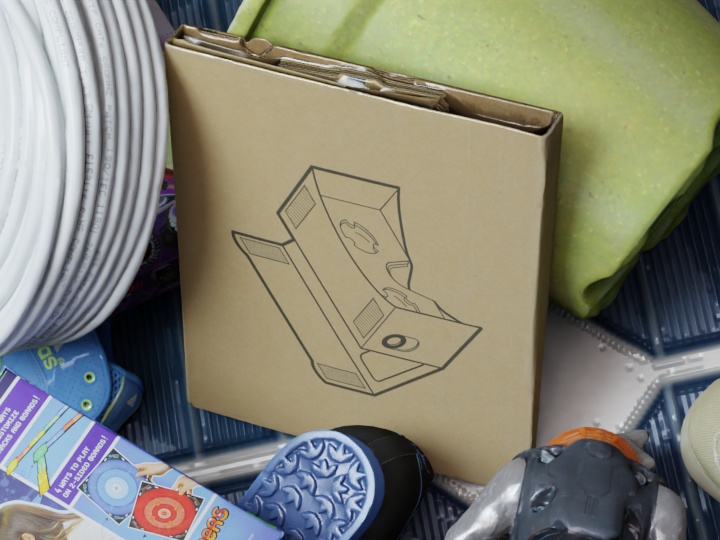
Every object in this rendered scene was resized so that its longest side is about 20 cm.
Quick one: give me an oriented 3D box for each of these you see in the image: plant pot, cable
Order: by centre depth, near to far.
[{"bbox_3d":[-0.158,-0.061,0.864,0.200,0.069,0.200,8,98,47],"label":"cable"},{"bbox_3d":[0.067,-0.084,0.884,0.184,0.200,0.200,40,83,9],"label":"plant pot"}]

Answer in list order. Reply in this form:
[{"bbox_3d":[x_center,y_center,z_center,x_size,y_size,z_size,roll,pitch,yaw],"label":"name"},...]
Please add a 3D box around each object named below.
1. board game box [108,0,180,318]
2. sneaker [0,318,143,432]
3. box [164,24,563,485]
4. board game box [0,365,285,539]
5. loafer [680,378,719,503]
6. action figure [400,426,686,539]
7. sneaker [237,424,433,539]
[{"bbox_3d":[-0.131,-0.071,0.964,0.120,0.032,0.200,-27,61,-11],"label":"board game box"},{"bbox_3d":[-0.156,0.078,0.923,0.105,0.076,0.200,1,71,11],"label":"sneaker"},{"bbox_3d":[0.000,0.000,0.862,0.163,0.200,0.021,15,42,16],"label":"box"},{"bbox_3d":[-0.137,0.154,0.798,0.135,0.034,0.200,30,68,9],"label":"board game box"},{"bbox_3d":[0.218,0.106,0.841,0.200,0.068,0.076,30,80,19],"label":"loafer"},{"bbox_3d":[0.114,0.126,0.812,0.200,0.105,0.194,9,28,-3],"label":"action figure"},{"bbox_3d":[-0.049,0.139,0.891,0.200,0.078,0.070,-40,70,20],"label":"sneaker"}]
